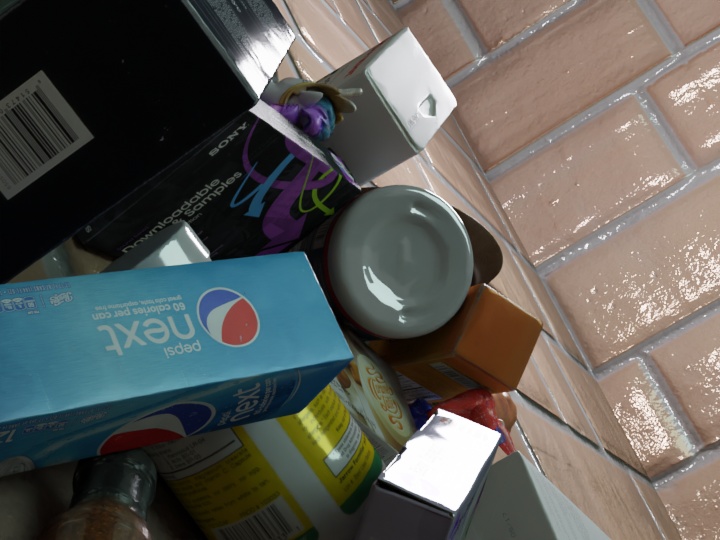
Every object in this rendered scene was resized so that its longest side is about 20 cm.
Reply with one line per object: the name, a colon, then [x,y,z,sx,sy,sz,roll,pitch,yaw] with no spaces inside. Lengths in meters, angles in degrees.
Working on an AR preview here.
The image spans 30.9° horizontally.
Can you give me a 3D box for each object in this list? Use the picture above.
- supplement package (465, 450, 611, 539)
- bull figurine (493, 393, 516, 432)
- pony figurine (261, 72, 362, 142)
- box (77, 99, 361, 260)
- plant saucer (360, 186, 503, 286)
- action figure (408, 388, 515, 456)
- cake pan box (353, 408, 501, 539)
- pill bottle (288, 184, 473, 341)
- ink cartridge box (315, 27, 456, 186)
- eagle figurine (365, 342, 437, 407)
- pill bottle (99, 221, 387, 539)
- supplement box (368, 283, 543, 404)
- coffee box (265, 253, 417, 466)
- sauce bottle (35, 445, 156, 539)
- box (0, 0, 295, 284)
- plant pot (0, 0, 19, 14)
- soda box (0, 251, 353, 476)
supplement package: [0.125,0.271,1.000,0.200,0.150,0.152,45,18,-45]
bull figurine: [0.126,0.147,1.482,0.122,0.065,0.200,65,13,15]
pony figurine: [-0.123,-0.137,0.983,0.200,0.193,0.167,34,-46,43]
box: [-0.096,-0.050,0.916,0.036,0.143,0.200,57,12,24]
plant saucer: [0.052,-0.019,1.389,0.200,0.200,0.035,46,53,-44]
action figure: [0.071,0.148,1.061,0.099,0.065,0.200,67,-23,3]
cake pan box: [0.019,0.187,0.744,0.052,0.185,0.200,19,8,11]
pill bottle: [0.000,0.000,1.077,0.120,0.119,0.200,57,-20,-8]
ink cartridge box: [-0.033,-0.112,1.112,0.084,0.200,0.146,56,26,-12]
eagle figurine: [0.043,0.067,1.295,0.151,0.151,0.201,17,59,-7]
pill bottle: [-0.079,0.076,0.761,0.200,0.113,0.113,55,13,-12]
supplement box: [0.068,0.066,1.088,0.069,0.067,0.200,32,-19,-18]
coffee box: [-0.035,0.093,0.960,0.200,0.080,0.115,45,18,-47]
sauce bottle: [-0.117,0.146,0.562,0.066,0.066,0.200,53,15,-22]
box: [-0.148,-0.094,0.690,0.104,0.200,0.182,53,14,-15]
plant pot: [-0.216,-0.261,0.865,0.201,0.200,0.161,-49,120,-77]
soda box: [-0.107,0.043,0.625,0.200,0.064,0.068,-8,62,-39]
